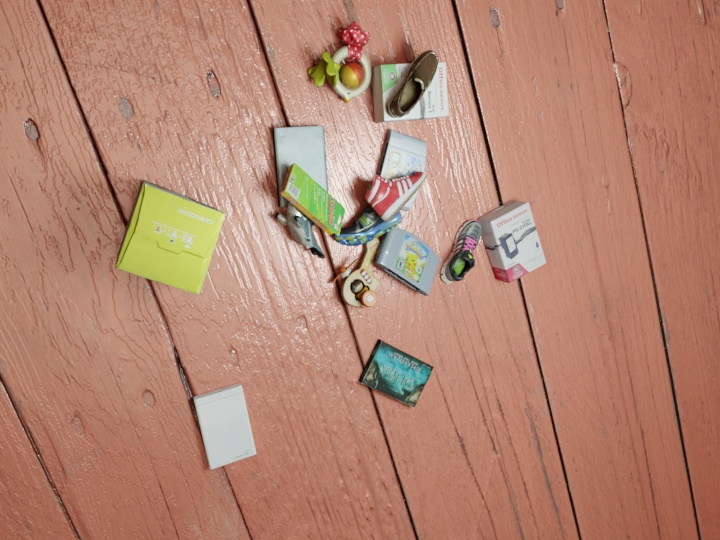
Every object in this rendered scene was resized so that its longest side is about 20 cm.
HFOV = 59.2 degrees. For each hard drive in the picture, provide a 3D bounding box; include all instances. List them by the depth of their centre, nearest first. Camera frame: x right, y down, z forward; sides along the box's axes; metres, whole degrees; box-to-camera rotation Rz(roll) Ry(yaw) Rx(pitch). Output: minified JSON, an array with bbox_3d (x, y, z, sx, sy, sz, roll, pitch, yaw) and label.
[{"bbox_3d":[-0.157,-0.275,1.674,0.137,0.033,0.205,-7,101,-20],"label":"hard drive"},{"bbox_3d":[-0.364,0.420,1.708,0.129,0.027,0.205,-14,103,-18],"label":"hard drive"}]

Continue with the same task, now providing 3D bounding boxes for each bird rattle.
[{"bbox_3d":[-0.037,-0.540,1.665,0.201,0.112,0.164,-49,123,-21],"label":"bird rattle"}]

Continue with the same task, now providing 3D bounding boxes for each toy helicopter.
[{"bbox_3d":[0.000,0.000,1.767,0.130,0.079,0.204,22,80,-13],"label":"toy helicopter"}]

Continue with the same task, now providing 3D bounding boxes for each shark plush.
[{"bbox_3d":[-0.134,-0.111,1.674,0.084,0.090,0.201,-50,118,-29],"label":"shark plush"}]

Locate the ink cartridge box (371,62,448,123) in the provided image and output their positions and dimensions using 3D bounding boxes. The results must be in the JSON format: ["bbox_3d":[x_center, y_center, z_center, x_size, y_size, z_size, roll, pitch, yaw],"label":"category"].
[{"bbox_3d":[0.136,-0.485,1.723,0.196,0.084,0.150,-9,102,-18],"label":"ink cartridge box"}]

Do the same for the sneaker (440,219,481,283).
[{"bbox_3d":[0.309,-0.051,1.854,0.073,0.087,0.203,29,87,-21],"label":"sneaker"}]

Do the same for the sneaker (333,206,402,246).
[{"bbox_3d":[0.017,-0.129,1.747,0.196,0.071,0.084,-24,69,-2],"label":"sneaker"}]

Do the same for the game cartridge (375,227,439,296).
[{"bbox_3d":[0.139,-0.032,1.799,0.198,0.040,0.136,31,65,-27],"label":"game cartridge"}]

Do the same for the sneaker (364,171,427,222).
[{"bbox_3d":[0.092,-0.230,1.717,0.112,0.071,0.200,41,60,4],"label":"sneaker"}]

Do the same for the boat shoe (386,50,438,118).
[{"bbox_3d":[0.149,-0.482,1.642,0.074,0.075,0.205,32,87,-21],"label":"boat shoe"}]

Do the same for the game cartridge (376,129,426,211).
[{"bbox_3d":[0.114,-0.277,1.775,0.130,0.041,0.205,13,94,-17],"label":"game cartridge"}]

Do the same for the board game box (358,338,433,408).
[{"bbox_3d":[0.107,0.305,1.866,0.197,0.028,0.137,28,87,-22],"label":"board game box"}]

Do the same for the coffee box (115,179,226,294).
[{"bbox_3d":[-0.453,-0.082,1.505,0.196,0.197,0.204,19,92,-22],"label":"coffee box"}]

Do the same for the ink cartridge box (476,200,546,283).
[{"bbox_3d":[0.455,-0.089,1.904,0.143,0.084,0.204,-26,107,-15],"label":"ink cartridge box"}]

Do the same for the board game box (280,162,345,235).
[{"bbox_3d":[-0.119,-0.179,1.640,0.199,0.030,0.097,38,49,-30],"label":"board game box"}]
